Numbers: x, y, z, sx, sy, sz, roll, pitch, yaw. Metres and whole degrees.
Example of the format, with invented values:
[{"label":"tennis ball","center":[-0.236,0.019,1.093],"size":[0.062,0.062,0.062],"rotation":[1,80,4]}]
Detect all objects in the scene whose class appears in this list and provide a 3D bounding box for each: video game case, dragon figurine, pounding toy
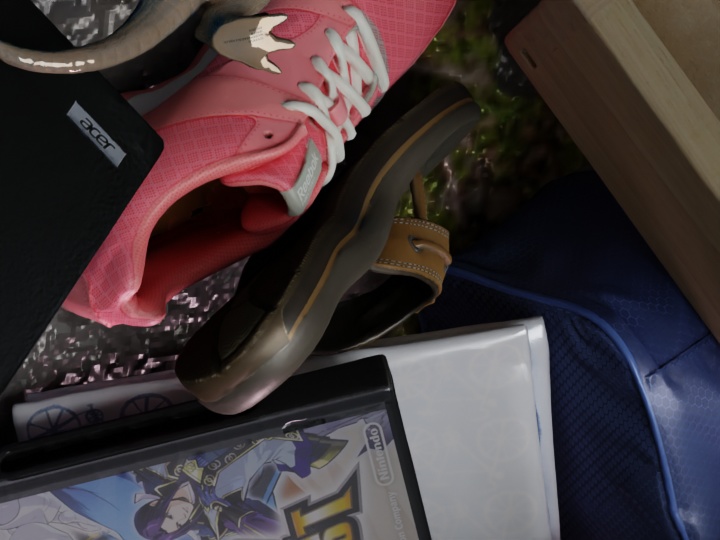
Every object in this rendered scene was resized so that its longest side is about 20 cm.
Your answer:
[{"label":"video game case","center":[-0.057,0.136,1.044],"size":[0.180,0.026,0.201],"rotation":[-13,123,1]},{"label":"dragon figurine","center":[-0.040,-0.110,0.958],"size":[0.200,0.099,0.059],"rotation":[-32,120,-14]},{"label":"pounding toy","center":[0.184,-0.065,1.011],"size":[0.200,0.142,0.184],"rotation":[-36,90,-11]}]

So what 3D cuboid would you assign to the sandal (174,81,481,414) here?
[{"label":"sandal","center":[0.000,0.000,0.999],"size":[0.055,0.200,0.082],"rotation":[46,117,-7]}]

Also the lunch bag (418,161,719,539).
[{"label":"lunch bag","center":[0.125,0.056,1.117],"size":[0.132,0.136,0.201],"rotation":[-32,122,-27]}]

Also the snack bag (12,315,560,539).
[{"label":"snack bag","center":[-0.018,0.117,1.067],"size":[0.188,0.021,0.201],"rotation":[-8,117,-4]}]

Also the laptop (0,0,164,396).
[{"label":"laptop","center":[-0.190,-0.018,0.900],"size":[0.200,0.103,0.177],"rotation":[-38,111,14]}]

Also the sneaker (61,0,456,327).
[{"label":"sneaker","center":[-0.028,-0.046,0.996],"size":[0.200,0.087,0.074],"rotation":[-41,131,-15]}]
